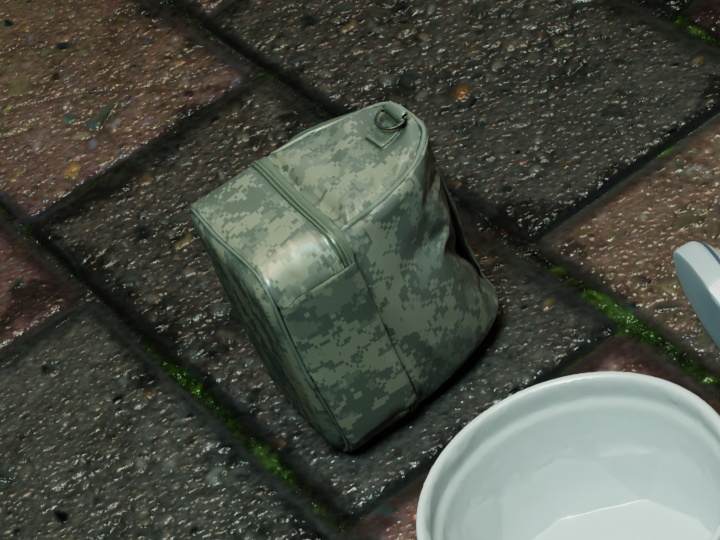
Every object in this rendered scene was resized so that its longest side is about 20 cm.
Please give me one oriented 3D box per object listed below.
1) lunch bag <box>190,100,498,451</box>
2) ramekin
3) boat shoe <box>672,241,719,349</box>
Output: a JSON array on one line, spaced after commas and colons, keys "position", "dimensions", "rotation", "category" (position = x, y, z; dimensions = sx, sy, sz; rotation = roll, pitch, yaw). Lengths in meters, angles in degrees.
[{"position": [0.000, 0.000, 1.570], "dimensions": [0.167, 0.201, 0.139], "rotation": [-34, 42, -10], "category": "lunch bag"}, {"position": [0.141, 0.167, 1.378], "dimensions": [0.198, 0.106, 0.201], "rotation": [-13, 40, 11], "category": "ramekin"}, {"position": [0.286, 0.033, 1.493], "dimensions": [0.086, 0.075, 0.202], "rotation": [-29, 41, -9], "category": "boat shoe"}]
